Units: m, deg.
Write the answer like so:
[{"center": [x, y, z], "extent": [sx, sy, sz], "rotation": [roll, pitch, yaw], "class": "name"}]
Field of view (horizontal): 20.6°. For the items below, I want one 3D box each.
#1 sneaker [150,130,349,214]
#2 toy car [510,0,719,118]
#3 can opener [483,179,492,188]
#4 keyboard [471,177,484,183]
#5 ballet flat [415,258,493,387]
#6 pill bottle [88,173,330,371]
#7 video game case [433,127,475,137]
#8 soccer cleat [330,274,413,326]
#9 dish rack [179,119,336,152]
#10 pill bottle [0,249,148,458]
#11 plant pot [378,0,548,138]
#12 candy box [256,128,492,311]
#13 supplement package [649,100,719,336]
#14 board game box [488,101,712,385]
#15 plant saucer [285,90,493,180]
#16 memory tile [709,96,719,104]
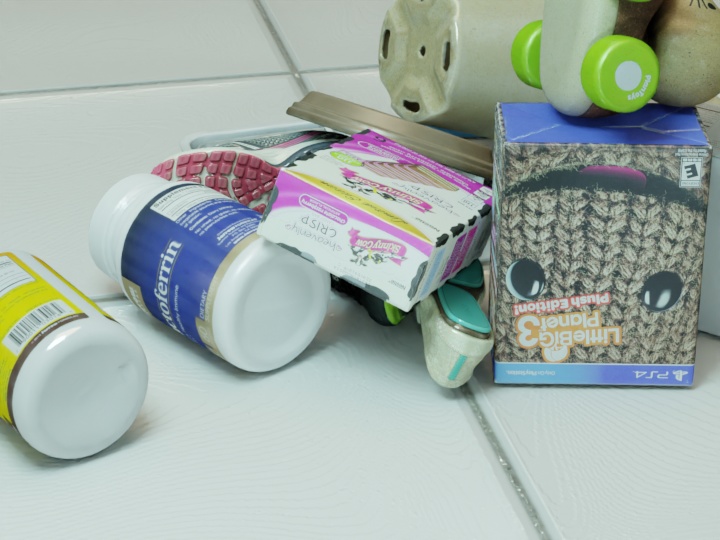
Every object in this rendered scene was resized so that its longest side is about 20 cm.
[{"center": [-0.088, -0.079, 1.737], "extent": [0.198, 0.081, 0.075], "rotation": [-5, 22, -15], "class": "sneaker"}, {"center": [0.240, -0.189, 1.512], "extent": [0.198, 0.159, 0.164], "rotation": [4, 11, -20], "class": "toy car"}, {"center": [0.211, -0.076, 1.803], "extent": [0.198, 0.067, 0.053], "rotation": [1, 25, 0], "class": "can opener"}, {"center": [0.145, -0.047, 1.810], "extent": [0.056, 0.011, 0.200], "rotation": [-3, 26, -8], "class": "keyboard"}, {"center": [0.066, 0.033, 1.590], "extent": [0.067, 0.063, 0.200], "rotation": [20, 20, -7], "class": "ballet flat"}, {"center": [-0.127, -0.005, 1.604], "extent": [0.115, 0.117, 0.199], "rotation": [-21, 33, -36], "class": "pill bottle"}, {"center": [0.130, -0.186, 2.082], "extent": [0.142, 0.018, 0.200], "rotation": [-1, 26, -1], "class": "video game case"}, {"center": [0.000, 0.000, 1.664], "extent": [0.080, 0.068, 0.200], "rotation": [-10, 20, 2], "class": "soccer cleat"}, {"center": [-0.061, -0.091, 1.862], "extent": [0.198, 0.044, 0.172], "rotation": [-7, 28, -15], "class": "dish rack"}, {"center": [-0.250, 0.054, 1.491], "extent": [0.109, 0.110, 0.200], "rotation": [-16, 31, -30], "class": "pill bottle"}, {"center": [0.125, -0.204, 1.869], "extent": [0.182, 0.202, 0.200], "rotation": [0, 22, -33], "class": "plant pot"}, {"center": [0.021, -0.045, 1.560], "extent": [0.136, 0.061, 0.200], "rotation": [27, 21, 12], "class": "candy box"}, {"center": [0.254, -0.054, 1.651], "extent": [0.199, 0.157, 0.111], "rotation": [17, 29, 24], "class": "supplement package"}, {"center": [0.182, -0.021, 1.542], "extent": [0.158, 0.202, 0.097], "rotation": [0, 24, 1], "class": "board game box"}, {"center": [0.031, -0.121, 1.755], "extent": [0.199, 0.030, 0.200], "rotation": [18, 3, -1], "class": "plant saucer"}, {"center": [0.317, -0.138, 1.990], "extent": [0.199, 0.017, 0.153], "rotation": [-16, 31, -29], "class": "memory tile"}]
